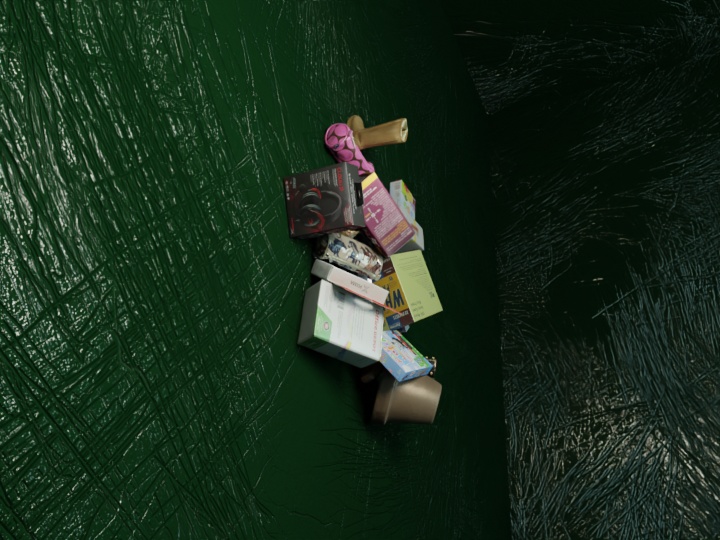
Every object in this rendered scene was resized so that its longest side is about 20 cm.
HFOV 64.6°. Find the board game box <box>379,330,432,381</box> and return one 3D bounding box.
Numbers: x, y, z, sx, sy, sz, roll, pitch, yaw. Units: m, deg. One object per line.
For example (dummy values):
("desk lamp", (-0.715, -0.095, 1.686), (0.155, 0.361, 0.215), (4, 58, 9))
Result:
("board game box", (0.101, 0.226, 1.540), (0.151, 0.037, 0.199), (44, 16, 23))

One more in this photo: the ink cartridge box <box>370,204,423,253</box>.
("ink cartridge box", (0.103, -0.120, 1.818), (0.199, 0.142, 0.086), (36, 49, -57))

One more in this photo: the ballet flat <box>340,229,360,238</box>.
("ballet flat", (-0.063, -0.167, 1.493), (0.201, 0.063, 0.076), (51, 51, -26))

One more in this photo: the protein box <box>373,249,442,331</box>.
("protein box", (0.122, 0.064, 1.729), (0.197, 0.133, 0.204), (-12, 79, -56))

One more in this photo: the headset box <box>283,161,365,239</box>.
("headset box", (-0.078, -0.167, 1.370), (0.075, 0.196, 0.153), (-1, 83, -65))

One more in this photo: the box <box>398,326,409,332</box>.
("box", (0.118, 0.108, 1.899), (0.041, 0.038, 0.204), (-43, 121, -59))

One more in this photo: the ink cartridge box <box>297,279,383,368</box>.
("ink cartridge box", (-0.044, 0.134, 1.392), (0.197, 0.087, 0.148), (24, 56, -28))

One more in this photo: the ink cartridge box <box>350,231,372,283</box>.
("ink cartridge box", (0.000, 0.000, 1.617), (0.094, 0.043, 0.205), (138, -51, -73))

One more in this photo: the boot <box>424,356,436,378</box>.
("boot", (0.159, 0.276, 1.744), (0.202, 0.147, 0.074), (86, 15, -48))

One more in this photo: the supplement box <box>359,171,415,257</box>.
("supplement box", (0.040, -0.151, 1.521), (0.201, 0.103, 0.131), (53, -6, -14))

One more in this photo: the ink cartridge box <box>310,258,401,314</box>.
("ink cartridge box", (-0.005, 0.039, 1.433), (0.198, 0.172, 0.044), (25, 87, -36))

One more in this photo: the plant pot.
("plant pot", (0.135, 0.354, 1.613), (0.200, 0.171, 0.205), (16, 90, -82))

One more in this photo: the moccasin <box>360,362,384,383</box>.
("moccasin", (0.035, 0.246, 1.635), (0.078, 0.073, 0.202), (49, 34, -14))

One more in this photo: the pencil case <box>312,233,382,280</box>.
("pencil case", (-0.029, -0.038, 1.496), (0.197, 0.077, 0.091), (22, 51, -31))

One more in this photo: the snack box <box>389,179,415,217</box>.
("snack box", (0.151, -0.202, 2.056), (0.142, 0.052, 0.205), (42, 45, -53))

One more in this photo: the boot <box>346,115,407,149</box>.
("boot", (0.052, -0.428, 1.738), (0.066, 0.196, 0.178), (54, 36, -43))

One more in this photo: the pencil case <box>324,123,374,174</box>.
("pencil case", (-0.026, -0.335, 1.667), (0.200, 0.092, 0.093), (46, 43, -52))
